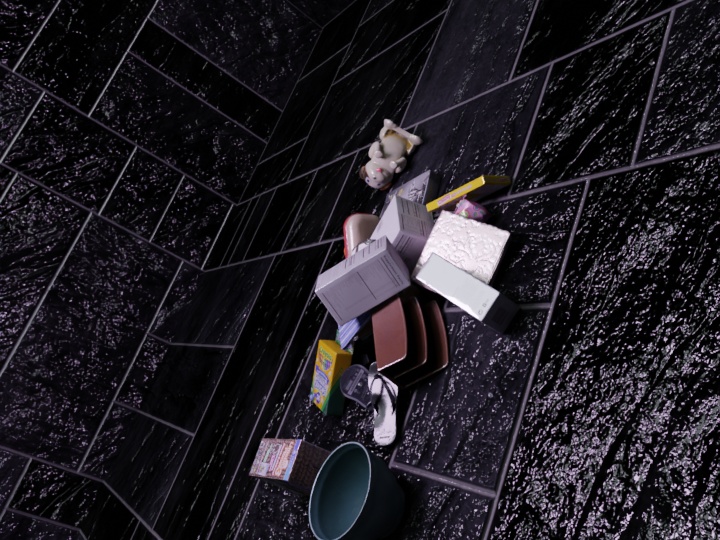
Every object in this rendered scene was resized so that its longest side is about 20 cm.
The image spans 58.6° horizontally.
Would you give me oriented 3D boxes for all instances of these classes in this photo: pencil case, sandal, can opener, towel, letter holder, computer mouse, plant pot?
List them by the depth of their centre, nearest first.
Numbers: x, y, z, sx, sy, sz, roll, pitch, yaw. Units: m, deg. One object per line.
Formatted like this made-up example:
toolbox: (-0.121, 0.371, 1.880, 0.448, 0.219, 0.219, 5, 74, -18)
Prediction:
plant pot: (0.006, 0.473, 1.320, 0.200, 0.134, 0.201, -40, 32, 33)
sandal: (0.054, 0.298, 1.467, 0.076, 0.043, 0.200, -21, 56, 22)
towel: (0.229, -0.027, 1.468, 0.200, 0.032, 0.191, 26, 92, 40)
letter holder: (0.114, 0.145, 1.479, 0.142, 0.101, 0.200, -30, 40, 23)
pencil case: (0.232, -0.080, 1.556, 0.200, 0.087, 0.087, -58, 26, 8)
computer mouse: (0.023, 0.302, 1.573, 0.200, 0.053, 0.139, 30, 87, 52)
towel: (-0.015, 0.097, 1.663, 0.145, 0.024, 0.200, -53, 26, 27)
can opener: (0.036, 0.189, 1.666, 0.200, 0.079, 0.063, -32, -2, 37)

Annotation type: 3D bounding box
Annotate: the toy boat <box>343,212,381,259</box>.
toy boat: (-0.001, -0.061, 1.858, 0.131, 0.130, 0.200, -15, 76, 57)

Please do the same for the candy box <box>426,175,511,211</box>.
candy box: (0.267, -0.189, 1.600, 0.200, 0.102, 0.026, -24, 78, 49)

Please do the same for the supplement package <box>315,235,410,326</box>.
supplement package: (0.007, 0.024, 1.536, 0.200, 0.114, 0.110, -31, 17, 12)

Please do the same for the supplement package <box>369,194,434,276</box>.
supplement package: (0.102, -0.065, 1.688, 0.156, 0.111, 0.200, -93, 26, -49)

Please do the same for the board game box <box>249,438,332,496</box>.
board game box: (-0.145, 0.479, 1.548, 0.200, 0.159, 0.097, -18, 47, 52)

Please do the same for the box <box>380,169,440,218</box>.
box: (0.139, -0.186, 1.873, 0.200, 0.048, 0.159, -24, 44, 49)

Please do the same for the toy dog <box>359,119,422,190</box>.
toy dog: (0.078, -0.362, 2.071, 0.200, 0.139, 0.194, -60, 13, -3)

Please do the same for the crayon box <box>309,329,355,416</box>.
crayon box: (-0.077, 0.267, 1.696, 0.126, 0.051, 0.200, 24, 105, 64)

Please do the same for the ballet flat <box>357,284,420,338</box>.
ballet flat: (0.059, 0.093, 1.637, 0.200, 0.072, 0.068, -34, 23, 11)

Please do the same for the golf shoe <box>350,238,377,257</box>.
golf shoe: (0.000, 0.000, 1.625, 0.200, 0.078, 0.095, -48, 35, 43)

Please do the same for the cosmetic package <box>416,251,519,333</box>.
cosmetic package: (0.225, 0.045, 1.355, 0.200, 0.101, 0.071, 35, 94, 42)
